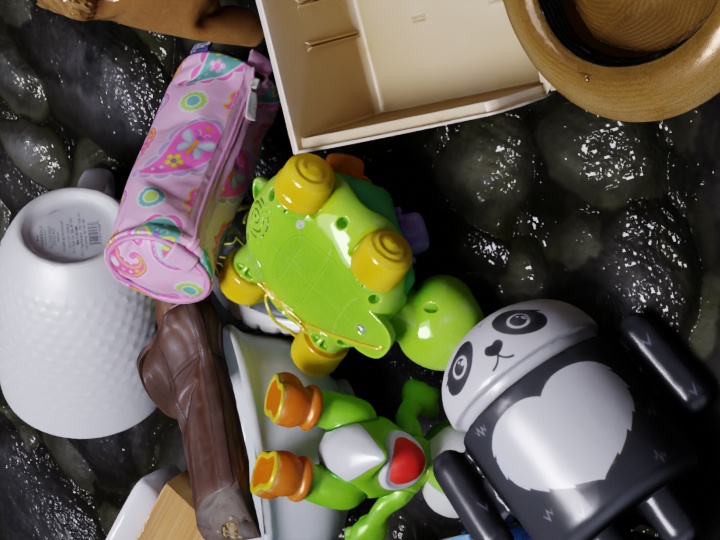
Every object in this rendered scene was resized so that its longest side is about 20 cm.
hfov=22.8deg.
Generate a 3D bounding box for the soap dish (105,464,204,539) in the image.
[{"bbox_3d":[-0.175,0.262,1.464,0.081,0.157,0.200,28,92,5],"label":"soap dish"}]

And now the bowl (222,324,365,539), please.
[{"bbox_3d":[-0.048,0.135,1.355,0.201,0.090,0.202,172,90,-80],"label":"bowl"}]

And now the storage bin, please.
[{"bbox_3d":[0.029,-0.196,1.185,0.198,0.094,0.200,-7,100,45],"label":"storage bin"}]

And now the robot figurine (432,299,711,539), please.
[{"bbox_3d":[0.140,0.112,1.168,0.200,0.150,0.125,54,144,19],"label":"robot figurine"}]

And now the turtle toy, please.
[{"bbox_3d":[0.000,0.000,1.263,0.200,0.101,0.146,44,135,8],"label":"turtle toy"}]

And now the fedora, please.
[{"bbox_3d":[0.176,-0.187,1.058,0.200,0.082,0.201,17,116,38],"label":"fedora"}]

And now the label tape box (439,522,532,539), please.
[{"bbox_3d":[0.057,0.265,1.259,0.200,0.063,0.145,-25,76,52],"label":"label tape box"}]

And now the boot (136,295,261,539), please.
[{"bbox_3d":[-0.118,0.134,1.339,0.187,0.064,0.200,95,160,-56],"label":"boot"}]

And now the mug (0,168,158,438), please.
[{"bbox_3d":[-0.225,0.006,1.454,0.147,0.200,0.176,4,137,0],"label":"mug"}]

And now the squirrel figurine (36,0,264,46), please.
[{"bbox_3d":[-0.161,-0.271,1.271,0.141,0.200,0.187,26,109,46],"label":"squirrel figurine"}]

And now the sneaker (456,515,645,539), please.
[{"bbox_3d":[0.153,0.227,1.247,0.200,0.073,0.082,8,114,52],"label":"sneaker"}]

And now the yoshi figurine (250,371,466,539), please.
[{"bbox_3d":[0.025,0.133,1.262,0.112,0.200,0.113,-95,22,-48],"label":"yoshi figurine"}]

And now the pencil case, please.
[{"bbox_3d":[-0.120,-0.073,1.308,0.087,0.200,0.088,12,145,9],"label":"pencil case"}]

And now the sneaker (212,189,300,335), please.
[{"bbox_3d":[-0.082,-0.014,1.371,0.200,0.074,0.085,24,120,36],"label":"sneaker"}]
